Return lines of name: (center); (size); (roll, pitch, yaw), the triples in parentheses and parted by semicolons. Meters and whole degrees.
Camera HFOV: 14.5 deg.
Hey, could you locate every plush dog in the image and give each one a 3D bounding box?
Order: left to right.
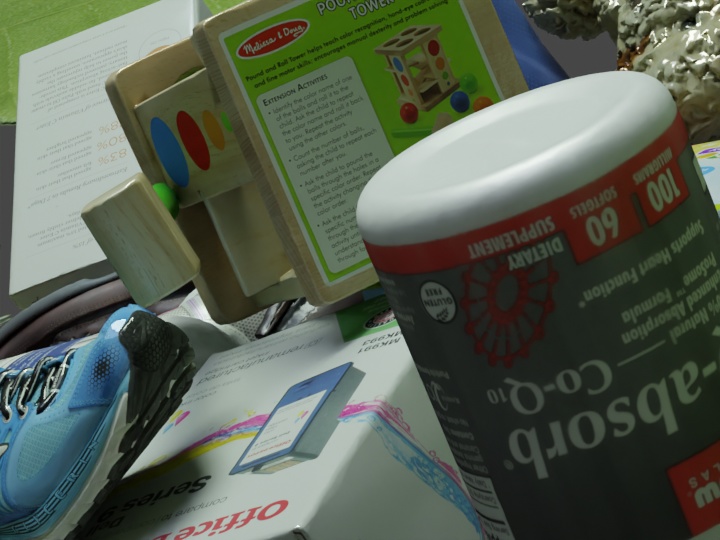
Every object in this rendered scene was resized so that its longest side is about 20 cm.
plush dog: (0.180, -0.122, 1.446); (0.200, 0.160, 0.172); (-33, 23, 43)

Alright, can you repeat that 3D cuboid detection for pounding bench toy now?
pounding bench toy: (-0.047, -0.046, 1.218); (0.199, 0.125, 0.156); (-26, 5, -23)

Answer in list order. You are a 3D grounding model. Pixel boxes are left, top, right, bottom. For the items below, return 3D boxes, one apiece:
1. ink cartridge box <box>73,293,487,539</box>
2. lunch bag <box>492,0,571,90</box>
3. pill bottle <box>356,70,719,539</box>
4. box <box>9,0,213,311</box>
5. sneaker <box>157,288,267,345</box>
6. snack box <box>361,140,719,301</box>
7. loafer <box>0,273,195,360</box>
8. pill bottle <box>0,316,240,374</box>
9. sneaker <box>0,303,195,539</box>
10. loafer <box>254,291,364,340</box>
ink cartridge box: (-0.024, 0.097, 1.132); (0.145, 0.088, 0.200); (-20, 21, 33)
lunch bag: (0.017, -0.088, 1.510); (0.136, 0.200, 0.132); (-38, 0, 34)
pill bottle: (0.085, 0.044, 0.965); (0.115, 0.201, 0.116); (-22, 14, 6)
box: (-0.128, -0.048, 1.655); (0.124, 0.098, 0.201); (-19, 45, 16)
sneaker: (-0.102, 0.066, 1.415); (0.199, 0.082, 0.088); (-25, 9, 19)
snack box: (0.125, -0.004, 1.283); (0.168, 0.068, 0.200); (-10, 13, 36)
loafer: (-0.127, 0.039, 1.506); (0.199, 0.072, 0.063); (-31, 55, 23)
pill bottle: (-0.141, 0.092, 1.312); (0.199, 0.112, 0.111); (-15, 16, 42)
sneaker: (-0.143, 0.068, 1.125); (0.200, 0.090, 0.078); (-40, 9, 42)
loafer: (0.000, 0.000, 1.364); (0.200, 0.063, 0.072); (-43, -15, -15)
